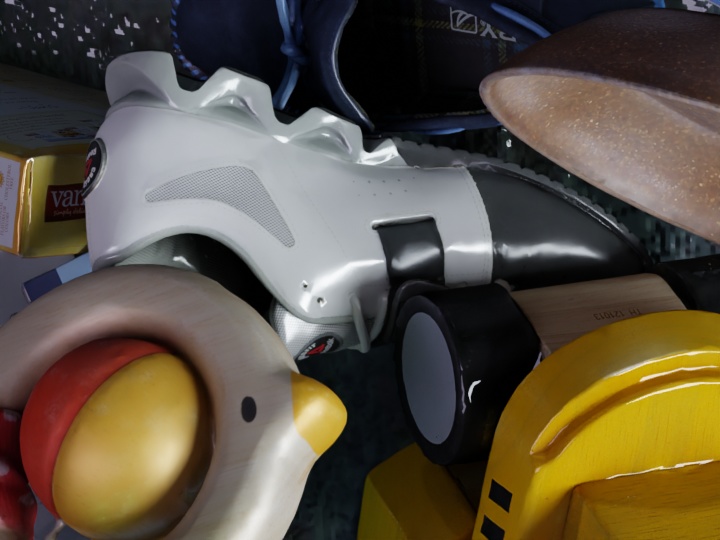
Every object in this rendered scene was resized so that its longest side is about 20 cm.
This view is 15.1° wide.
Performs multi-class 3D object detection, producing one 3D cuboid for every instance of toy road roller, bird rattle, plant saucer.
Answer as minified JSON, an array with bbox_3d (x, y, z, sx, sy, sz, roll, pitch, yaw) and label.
[{"bbox_3d":[0.080,0.100,0.883,0.146,0.122,0.201,-122,32,-47],"label":"toy road roller"},{"bbox_3d":[-0.089,0.073,0.845,0.200,0.163,0.113,30,167,44],"label":"bird rattle"},{"bbox_3d":[0.133,-0.033,0.808,0.200,0.200,0.037,17,82,31],"label":"plant saucer"}]

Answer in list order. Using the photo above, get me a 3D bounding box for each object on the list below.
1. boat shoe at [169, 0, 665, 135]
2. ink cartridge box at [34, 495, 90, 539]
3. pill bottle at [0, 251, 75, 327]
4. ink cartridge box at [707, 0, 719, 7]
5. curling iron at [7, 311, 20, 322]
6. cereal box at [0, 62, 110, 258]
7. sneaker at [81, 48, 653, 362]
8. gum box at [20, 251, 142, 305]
[{"bbox_3d":[0.007,-0.086,0.931,0.199,0.069,0.085,-1,109,38],"label":"boat shoe"},{"bbox_3d":[-0.153,0.184,1.087,0.083,0.200,0.146,-10,104,30],"label":"ink cartridge box"},{"bbox_3d":[-0.213,-0.006,1.109,0.199,0.109,0.110,19,120,31],"label":"pill bottle"},{"bbox_3d":[0.099,-0.145,0.788,0.199,0.136,0.077,30,122,23],"label":"ink cartridge box"},{"bbox_3d":[-0.103,0.078,1.023,0.200,0.025,0.050,69,178,-53],"label":"curling iron"},{"bbox_3d":[-0.143,-0.048,1.003,0.199,0.144,0.040,16,104,37],"label":"cereal box"},{"bbox_3d":[0.000,0.000,0.914,0.199,0.089,0.074,16,157,-10],"label":"sneaker"},{"bbox_3d":[-0.048,0.105,0.964,0.200,0.044,0.170,69,175,-62],"label":"gum box"}]
